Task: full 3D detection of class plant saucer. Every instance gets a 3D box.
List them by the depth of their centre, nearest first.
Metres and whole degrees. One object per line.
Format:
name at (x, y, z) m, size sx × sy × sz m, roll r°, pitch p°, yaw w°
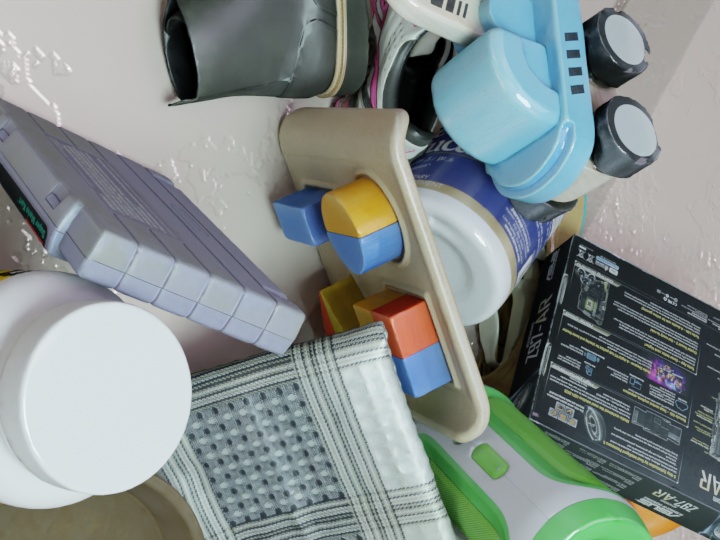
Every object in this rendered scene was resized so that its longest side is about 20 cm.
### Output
plant saucer at (-0.175, 0.197, 0.700) m, size 0.200 × 0.029 × 0.200 m, roll -16°, pitch 116°, yaw -37°

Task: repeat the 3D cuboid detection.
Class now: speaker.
speaker at (0.094, 0.136, 0.754) m, size 0.088 × 0.200 × 0.089 m, roll -6°, pitch 109°, yaw -19°

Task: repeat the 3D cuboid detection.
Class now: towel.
towel at (-0.046, 0.146, 0.753) m, size 0.035 × 0.192 × 0.200 m, roll -76°, pitch 149°, yaw -72°

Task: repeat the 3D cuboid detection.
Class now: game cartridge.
game cartridge at (-0.126, -0.027, 0.667) m, size 0.130 × 0.200 × 0.038 m, roll 20°, pitch 103°, yaw -36°

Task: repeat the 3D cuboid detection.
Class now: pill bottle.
pill bottle at (-0.173, 0.055, 0.617) m, size 0.112 × 0.200 × 0.113 m, roll 0°, pitch 90°, yaw -41°
pill bottle at (0.095, -0.062, 0.899) m, size 0.200 × 0.111 × 0.111 m, roll -50°, pitch 120°, yaw -39°

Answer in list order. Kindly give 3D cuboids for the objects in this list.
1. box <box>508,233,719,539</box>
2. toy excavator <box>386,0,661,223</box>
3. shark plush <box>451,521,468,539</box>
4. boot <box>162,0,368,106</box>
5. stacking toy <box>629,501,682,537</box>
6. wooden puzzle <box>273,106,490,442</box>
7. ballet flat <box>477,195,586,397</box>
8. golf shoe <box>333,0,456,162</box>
box at (0.212, 0.087, 0.903) m, size 0.200 × 0.044 × 0.160 m, roll 26°, pitch 58°, yaw -11°
toy excavator at (0.076, -0.144, 0.781) m, size 0.200 × 0.100 × 0.195 m, roll 12°, pitch 64°, yaw -33°
shark plush at (0.024, 0.190, 0.797) m, size 0.200 × 0.091 × 0.083 m, roll 38°, pitch 99°, yaw -32°
boot at (-0.070, -0.205, 0.793) m, size 0.138 × 0.077 × 0.200 m, roll -14°, pitch 98°, yaw -35°
stacking toy at (0.154, 0.189, 0.964) m, size 0.200 × 0.146 × 0.146 m, roll -36°, pitch 114°, yaw -17°
wooden puzzle at (0.000, 0.000, 0.785) m, size 0.046 × 0.185 × 0.200 m, roll -20°, pitch 105°, yaw -20°
ballet flat at (0.130, 0.002, 0.968) m, size 0.063 × 0.069 × 0.200 m, roll 15°, pitch 79°, yaw -26°
golf shoe at (0.043, -0.165, 0.873) m, size 0.073 × 0.092 × 0.200 m, roll 18°, pitch 76°, yaw -32°
